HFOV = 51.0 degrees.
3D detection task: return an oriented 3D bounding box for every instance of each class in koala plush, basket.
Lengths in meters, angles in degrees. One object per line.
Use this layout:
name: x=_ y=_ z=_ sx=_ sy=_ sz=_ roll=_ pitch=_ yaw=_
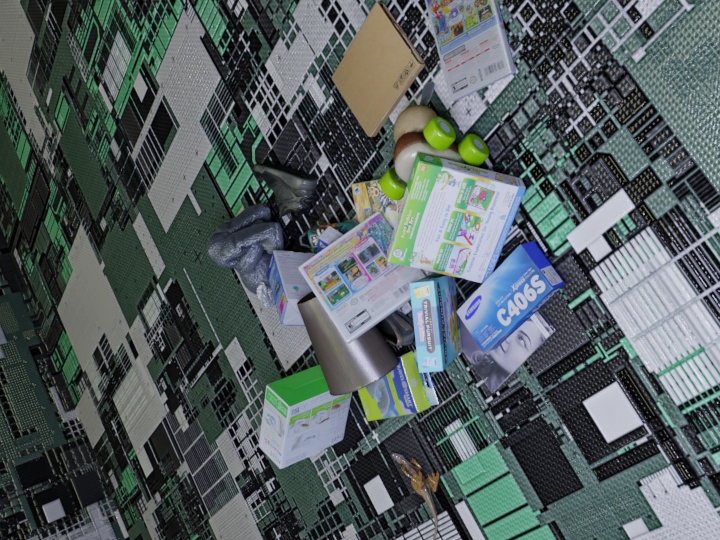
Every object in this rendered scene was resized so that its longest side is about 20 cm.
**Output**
koala plush: x=-0.258 y=-0.021 z=1.822 sx=0.178 sy=0.181 sz=0.203 roll=54 pitch=168 yaw=56
basket: x=-0.036 y=0.129 z=1.540 sx=0.178 sy=0.136 sz=0.203 roll=-21 pitch=100 yaw=38

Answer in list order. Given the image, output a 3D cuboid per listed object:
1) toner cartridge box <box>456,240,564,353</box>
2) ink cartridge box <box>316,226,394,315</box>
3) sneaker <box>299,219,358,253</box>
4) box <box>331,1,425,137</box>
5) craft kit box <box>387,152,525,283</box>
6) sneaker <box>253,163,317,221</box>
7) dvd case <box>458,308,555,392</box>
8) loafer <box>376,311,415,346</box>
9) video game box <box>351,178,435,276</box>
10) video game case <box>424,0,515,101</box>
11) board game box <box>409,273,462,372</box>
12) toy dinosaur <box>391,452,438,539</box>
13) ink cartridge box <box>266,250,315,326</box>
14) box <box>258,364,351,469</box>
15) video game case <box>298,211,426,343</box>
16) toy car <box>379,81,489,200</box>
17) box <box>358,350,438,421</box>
toner cartridge box: x=0.260 y=0.050 z=1.329 sx=0.096 sy=0.043 sz=0.201 roll=57 pitch=134 yaw=22
ink cartridge box: x=0.000 y=0.000 z=1.539 sx=0.198 sy=0.044 sz=0.095 roll=32 pitch=144 yaw=17
sneaker: x=-0.066 y=-0.065 z=1.623 sx=0.199 sy=0.078 sz=0.073 roll=-3 pitch=99 yaw=61
box: x=0.030 y=-0.394 z=1.492 sx=0.165 sy=0.021 sz=0.200 roll=59 pitch=137 yaw=18
craft kit box: x=0.163 y=-0.086 z=1.323 sx=0.049 sy=0.193 sz=0.204 roll=-96 pitch=20 yaw=-58
sneaker: x=-0.184 y=-0.183 z=1.751 sx=0.197 sy=0.075 sz=0.117 roll=25 pitch=113 yaw=35
dvd case: x=0.255 y=0.111 z=1.395 sx=0.150 sy=0.016 sz=0.201 roll=55 pitch=135 yaw=22
loafer: x=0.038 y=0.103 z=1.599 sx=0.198 sy=0.062 sz=0.074 roll=26 pitch=120 yaw=41
video game box: x=0.069 y=-0.087 z=1.523 sx=0.180 sy=0.046 sz=0.205 roll=-4 pitch=99 yaw=46
video game case: x=0.187 y=-0.418 z=1.314 sx=0.142 sy=0.018 sz=0.205 roll=-14 pitch=91 yaw=49
board game box: x=0.140 y=0.088 z=1.366 sx=0.046 sy=0.200 sz=0.155 roll=-6 pitch=93 yaw=17
toy dinosaur: x=0.138 y=0.468 z=1.615 sx=0.202 sy=0.059 sz=0.107 roll=61 pitch=161 yaw=23
ink cartridge box: x=-0.128 y=0.028 z=1.678 sx=0.202 sy=0.133 sz=0.077 roll=-111 pitch=34 yaw=-45
box: x=-0.123 y=0.332 z=1.744 sx=0.096 sy=0.197 sz=0.180 roll=33 pitch=125 yaw=37
video game case: x=0.006 y=0.011 z=1.465 sx=0.184 sy=0.198 sz=0.024 roll=54 pitch=174 yaw=19
toy car: x=0.120 y=-0.243 z=1.385 sx=0.164 sy=0.155 sz=0.203 roll=-45 pitch=41 yaw=37
box: x=0.071 y=0.250 z=1.618 sx=0.198 sy=0.047 sz=0.125 roll=-23 pitch=84 yaw=49
